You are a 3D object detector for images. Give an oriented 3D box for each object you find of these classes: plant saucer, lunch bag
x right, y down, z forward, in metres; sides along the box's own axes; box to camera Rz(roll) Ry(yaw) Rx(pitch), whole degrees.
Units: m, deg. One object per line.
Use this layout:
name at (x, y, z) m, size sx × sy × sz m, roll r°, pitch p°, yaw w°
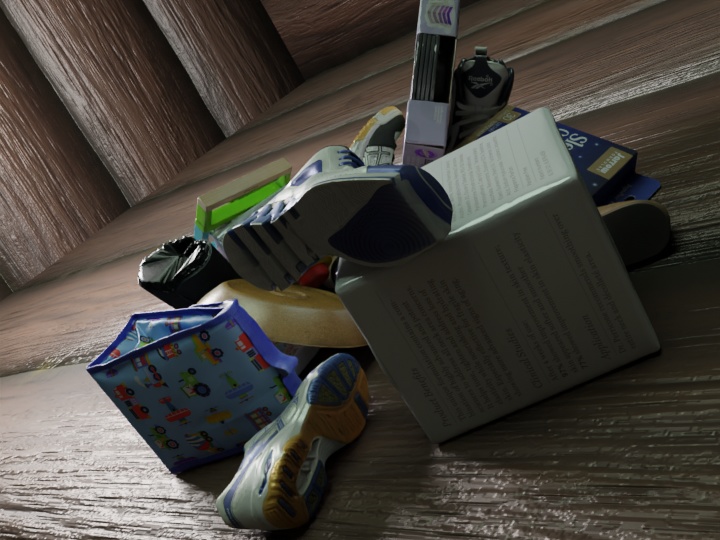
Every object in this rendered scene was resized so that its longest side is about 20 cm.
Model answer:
plant saucer at (-0.078, 0.041, 1.010) m, size 0.199 × 0.036 × 0.200 m, roll 10°, pitch 7°, yaw -1°
lunch bag at (-0.144, 0.109, 0.929) m, size 0.199 × 0.151 × 0.094 m, roll -15°, pitch 29°, yaw 36°

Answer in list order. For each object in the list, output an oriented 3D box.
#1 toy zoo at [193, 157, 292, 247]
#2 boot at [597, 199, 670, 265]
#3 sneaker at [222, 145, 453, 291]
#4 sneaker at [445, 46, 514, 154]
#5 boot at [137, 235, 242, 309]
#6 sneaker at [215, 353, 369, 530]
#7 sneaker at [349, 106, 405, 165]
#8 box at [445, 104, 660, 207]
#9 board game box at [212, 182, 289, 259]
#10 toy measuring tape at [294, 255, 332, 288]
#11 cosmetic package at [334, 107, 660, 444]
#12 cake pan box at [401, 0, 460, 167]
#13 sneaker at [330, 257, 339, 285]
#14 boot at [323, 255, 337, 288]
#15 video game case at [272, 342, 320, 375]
toy zoo at (-0.154, -0.044, 1.195) m, size 0.131 × 0.020 × 0.200 m, roll -30°, pitch -27°, yaw -31°
boot at (0.197, -0.024, 0.903) m, size 0.199 × 0.074 × 0.075 m, roll -14°, pitch 11°, yaw 22°
sneaker at (-0.012, -0.058, 0.725) m, size 0.199 × 0.081 × 0.115 m, roll -13°, pitch 32°, yaw 43°
sneaker at (0.141, -0.189, 1.138) m, size 0.079 × 0.130 × 0.200 m, roll 8°, pitch 53°, yaw 12°
boot at (-0.211, 0.034, 1.141) m, size 0.199 × 0.168 × 0.077 m, roll -17°, pitch 53°, yaw 30°
sneaker at (-0.061, 0.145, 0.827) m, size 0.088 × 0.075 × 0.200 m, roll -19°, pitch 20°, yaw 34°
sneaker at (0.012, -0.109, 1.127) m, size 0.200 × 0.087 × 0.076 m, roll -57°, pitch -1°, yaw -28°
box at (0.205, -0.109, 1.001) m, size 0.200 × 0.033 × 0.121 m, roll 28°, pitch 52°, yaw 31°
board game box at (-0.090, -0.036, 1.235) m, size 0.200 × 0.041 × 0.200 m, roll -36°, pitch -25°, yaw -19°
toy measuring tape at (-0.063, -0.002, 1.146) m, size 0.073 × 0.074 × 0.200 m, roll -30°, pitch -17°, yaw 0°
cosmetic package at (0.107, 0.001, 0.774) m, size 0.199 × 0.168 × 0.167 m, roll -25°, pitch 24°, yaw 15°
cake pan box at (0.080, -0.194, 1.097) m, size 0.052 × 0.185 × 0.200 m, roll 5°, pitch -13°, yaw 2°
sneaker at (0.000, 0.000, 1.033) m, size 0.200 × 0.087 × 0.075 m, roll 17°, pitch 88°, yaw 61°
boot at (0.049, -0.046, 1.173) m, size 0.154 × 0.074 × 0.200 m, roll 4°, pitch 57°, yaw 53°
video game case at (-0.122, 0.107, 1.124) m, size 0.181 × 0.023 × 0.200 m, roll -16°, pitch 22°, yaw 38°
